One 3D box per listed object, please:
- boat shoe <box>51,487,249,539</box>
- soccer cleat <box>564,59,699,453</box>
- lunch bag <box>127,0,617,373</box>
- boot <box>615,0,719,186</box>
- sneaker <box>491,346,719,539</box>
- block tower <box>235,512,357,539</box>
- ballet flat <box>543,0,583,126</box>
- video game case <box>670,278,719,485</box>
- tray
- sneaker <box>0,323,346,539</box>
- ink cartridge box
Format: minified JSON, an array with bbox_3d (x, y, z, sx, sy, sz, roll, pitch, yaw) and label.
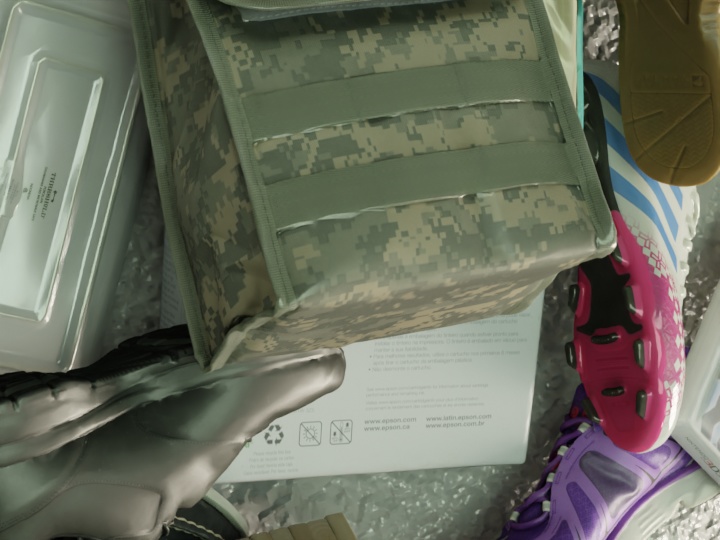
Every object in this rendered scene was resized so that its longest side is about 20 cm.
[{"bbox_3d":[-0.139,0.116,0.911,0.199,0.061,0.074,24,120,-26],"label":"boat shoe"},{"bbox_3d":[0.144,-0.011,1.018,0.086,0.070,0.202,-5,80,-33],"label":"soccer cleat"},{"bbox_3d":[-0.003,-0.076,0.855,0.163,0.118,0.202,-9,75,-26],"label":"lunch bag"},{"bbox_3d":[0.181,-0.159,0.995,0.155,0.072,0.202,-35,125,-55],"label":"boot"},{"bbox_3d":[0.113,0.109,1.046,0.199,0.080,0.084,-36,110,-27],"label":"sneaker"},{"bbox_3d":[-0.088,0.166,0.902,0.198,0.058,0.054,-9,137,-28],"label":"block tower"},{"bbox_3d":[0.078,-0.138,0.931,0.069,0.069,0.202,2,97,-26],"label":"ballet flat"},{"bbox_3d":[0.255,0.057,1.094,0.182,0.023,0.201,44,57,-25],"label":"video game case"},{"bbox_3d":[-0.148,-0.037,0.919,0.107,0.022,0.202,14,92,-26],"label":"tray"},{"bbox_3d":[-0.094,0.076,0.877,0.198,0.076,0.092,-15,99,-26],"label":"sneaker"},{"bbox_3d":[0.000,0.000,0.978,0.198,0.041,0.202,0,105,-26],"label":"ink cartridge box"}]
